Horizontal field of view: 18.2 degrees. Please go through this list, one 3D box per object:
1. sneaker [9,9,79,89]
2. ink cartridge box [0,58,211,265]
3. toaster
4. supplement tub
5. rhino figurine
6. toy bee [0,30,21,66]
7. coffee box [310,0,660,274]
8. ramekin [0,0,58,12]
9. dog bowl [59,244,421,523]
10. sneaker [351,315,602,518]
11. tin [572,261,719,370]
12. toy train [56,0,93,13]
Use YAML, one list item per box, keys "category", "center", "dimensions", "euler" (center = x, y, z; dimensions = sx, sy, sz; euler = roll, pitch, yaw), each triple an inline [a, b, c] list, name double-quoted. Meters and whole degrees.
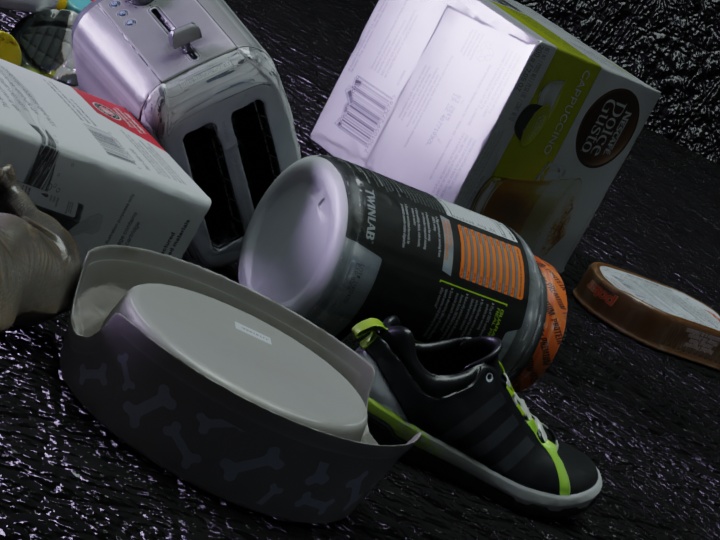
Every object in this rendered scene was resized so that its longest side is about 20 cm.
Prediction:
- category: "sneaker"
  center: [-0.182, -0.130, 1.718]
  dimensions: [0.199, 0.075, 0.085]
  euler: [27, -13, 14]
- category: "ink cartridge box"
  center: [-0.210, -0.066, 1.317]
  dimensions: [0.200, 0.084, 0.144]
  euler: [21, 15, -37]
- category: "toaster"
  center: [-0.110, -0.091, 1.495]
  dimensions: [0.113, 0.201, 0.129]
  euler: [-25, 41, -16]
- category: "supplement tub"
  center: [0.031, 0.010, 1.460]
  dimensions: [0.200, 0.123, 0.123]
  euler: [21, 14, -34]
- category: "rhino figurine"
  center: [-0.202, -0.002, 1.128]
  dimensions: [0.087, 0.060, 0.200]
  euler: [47, 17, 8]
- category: "toy bee"
  center: [-0.296, -0.170, 1.494]
  dimensions: [0.200, 0.109, 0.131]
  euler: [35, 15, 27]
- category: "coffee box"
  center: [0.116, -0.143, 2.087]
  dimensions: [0.197, 0.200, 0.200]
  euler: [16, 17, -47]
- category: "ramekin"
  center: [-0.315, -0.262, 1.741]
  dimensions: [0.200, 0.098, 0.200]
  euler: [11, 6, -1]
- category: "dog bowl"
  center: [-0.068, 0.061, 1.182]
  dimensions: [0.200, 0.059, 0.200]
  euler: [28, 12, -7]
- category: "sneaker"
  center: [0.076, 0.084, 1.351]
  dimensions: [0.199, 0.083, 0.072]
  euler: [22, 14, -28]
- category: "tin"
  center: [0.283, 0.044, 2.097]
  dimensions: [0.200, 0.042, 0.112]
  euler: [18, 21, -42]
- category: "toy train"
  center: [-0.194, -0.178, 1.893]
  dimensions: [0.200, 0.056, 0.150]
  euler: [35, 12, 12]
